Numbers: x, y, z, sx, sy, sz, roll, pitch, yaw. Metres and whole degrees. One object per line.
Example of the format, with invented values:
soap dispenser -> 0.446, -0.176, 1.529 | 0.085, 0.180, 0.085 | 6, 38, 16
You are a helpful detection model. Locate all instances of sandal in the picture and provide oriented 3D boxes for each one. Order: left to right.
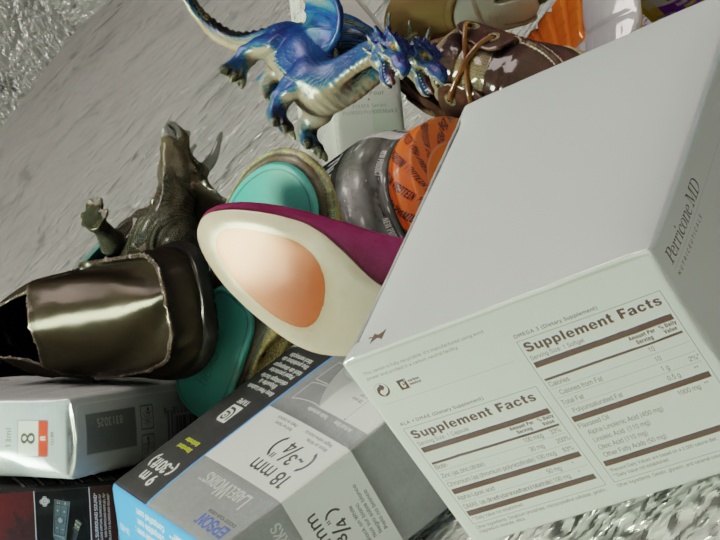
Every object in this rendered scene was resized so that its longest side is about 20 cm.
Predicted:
sandal -> 0.122, -0.107, 1.364 | 0.207, 0.059, 0.080 | -41, 36, 53

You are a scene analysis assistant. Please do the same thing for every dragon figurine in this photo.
dragon figurine -> -0.026, -0.133, 1.314 | 0.100, 0.059, 0.200 | -50, 43, 7

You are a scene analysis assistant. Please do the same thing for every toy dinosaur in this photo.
toy dinosaur -> -0.132, 0.012, 1.376 | 0.077, 0.102, 0.201 | 26, 101, 33

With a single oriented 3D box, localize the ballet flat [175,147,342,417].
ballet flat -> -0.046, 0.001, 1.221 | 0.071, 0.070, 0.201 | -63, -1, -49

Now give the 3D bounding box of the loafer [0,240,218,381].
loafer -> -0.146, 0.032, 1.248 | 0.071, 0.074, 0.199 | -8, -5, -36

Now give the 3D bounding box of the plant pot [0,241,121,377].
plant pot -> -0.152, 0.067, 1.524 | 0.141, 0.141, 0.200 | -45, 2, 3

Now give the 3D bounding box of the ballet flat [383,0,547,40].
ballet flat -> 0.106, -0.186, 1.368 | 0.199, 0.069, 0.063 | -34, 46, 1

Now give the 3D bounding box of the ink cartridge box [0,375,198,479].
ink cartridge box -> -0.201, 0.088, 1.285 | 0.198, 0.051, 0.162 | -5, 0, 26

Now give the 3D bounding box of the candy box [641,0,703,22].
candy box -> 0.204, -0.182, 1.259 | 0.026, 0.102, 0.200 | -52, 15, -23

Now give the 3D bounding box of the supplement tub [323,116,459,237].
supplement tub -> 0.000, 0.000, 1.311 | 0.200, 0.122, 0.123 | -35, 19, 39

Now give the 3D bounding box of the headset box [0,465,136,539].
headset box -> -0.168, 0.147, 1.260 | 0.149, 0.198, 0.076 | -176, 84, -72

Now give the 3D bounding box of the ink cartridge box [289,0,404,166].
ink cartridge box -> -0.012, -0.138, 1.433 | 0.161, 0.050, 0.202 | 127, 140, -76

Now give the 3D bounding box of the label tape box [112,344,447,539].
label tape box -> -0.059, 0.126, 1.139 | 0.200, 0.064, 0.144 | -37, 23, -17

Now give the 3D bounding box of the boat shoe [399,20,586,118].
boat shoe -> 0.070, -0.107, 1.308 | 0.073, 0.071, 0.200 | -70, 21, 4

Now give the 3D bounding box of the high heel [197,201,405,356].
high heel -> 0.019, 0.006, 1.142 | 0.096, 0.199, 0.068 | -45, -21, -58

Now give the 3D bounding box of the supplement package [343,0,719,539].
supplement package -> 0.108, -0.004, 0.993 | 0.155, 0.111, 0.201 | -22, 27, 33
